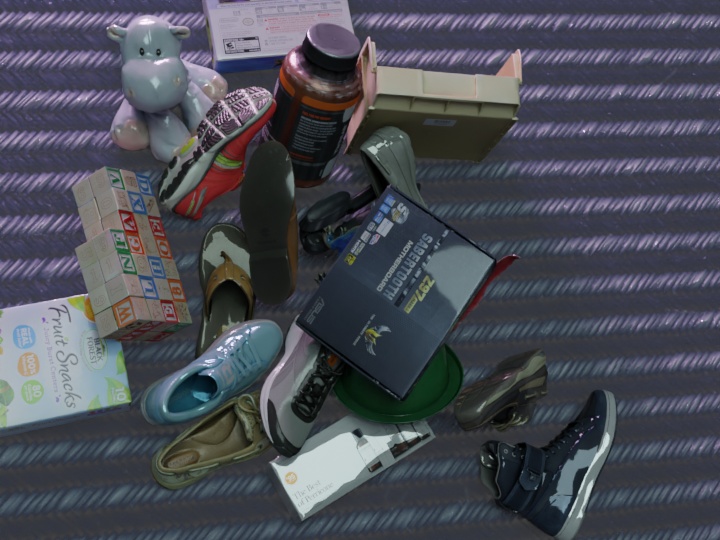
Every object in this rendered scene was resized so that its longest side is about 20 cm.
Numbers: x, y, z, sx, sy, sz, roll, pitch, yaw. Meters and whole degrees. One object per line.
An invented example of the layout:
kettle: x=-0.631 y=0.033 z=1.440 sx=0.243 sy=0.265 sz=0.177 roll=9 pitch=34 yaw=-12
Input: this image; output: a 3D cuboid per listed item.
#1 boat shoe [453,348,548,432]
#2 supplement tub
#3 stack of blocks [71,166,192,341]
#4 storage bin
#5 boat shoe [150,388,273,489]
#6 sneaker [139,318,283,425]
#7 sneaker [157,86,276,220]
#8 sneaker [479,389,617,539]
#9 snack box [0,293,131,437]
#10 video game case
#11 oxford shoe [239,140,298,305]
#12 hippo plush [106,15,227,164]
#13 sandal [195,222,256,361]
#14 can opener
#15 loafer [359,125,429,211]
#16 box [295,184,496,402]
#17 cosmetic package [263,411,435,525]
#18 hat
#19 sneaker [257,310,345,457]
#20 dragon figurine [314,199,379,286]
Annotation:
boat shoe: x=0.186 y=0.160 z=1.527 sx=0.199 sy=0.074 sz=0.074 roll=-28 pitch=96 yaw=-50
supplement tub: x=-0.060 y=-0.209 z=1.553 sx=0.105 sy=0.201 sz=0.108 roll=12 pitch=43 yaw=-12
stack of blocks: x=-0.285 y=-0.020 z=1.492 sx=0.058 sy=0.115 sz=0.203 roll=-25 pitch=74 yaw=23
storage bin: x=0.088 y=-0.219 z=1.601 sx=0.197 sy=0.199 sz=0.095 roll=3 pitch=75 yaw=-11
boat shoe: x=-0.157 y=0.198 z=1.480 sx=0.199 sy=0.063 sz=0.074 roll=-31 pitch=80 yaw=-20
sneaker: x=-0.164 y=0.126 z=1.465 sx=0.199 sy=0.082 sz=0.075 roll=-36 pitch=106 yaw=-22
sneaker: x=-0.170 y=-0.146 z=1.554 sx=0.085 sy=0.200 sz=0.077 roll=33 pitch=20 yaw=-39
sneaker: x=0.234 y=0.218 z=1.550 sx=0.145 sy=0.077 sz=0.204 roll=27 pitch=70 yaw=-5
snack box: x=-0.382 y=0.113 z=1.465 sx=0.197 sy=0.053 sz=0.144 roll=-10 pitch=75 yaw=-16
video game case: x=-0.117 y=-0.367 z=1.686 sx=0.197 sy=0.045 sz=0.184 roll=-7 pitch=75 yaw=-15
oxford shoe: x=-0.109 y=-0.061 z=1.553 sx=0.070 sy=0.071 sz=0.203 roll=1 pitch=94 yaw=13
hippo plush: x=-0.240 y=-0.252 z=1.558 sx=0.157 sy=0.161 sz=0.203 roll=-1 pitch=72 yaw=-12
sandal: x=-0.169 y=0.035 z=1.535 sx=0.080 sy=0.055 sz=0.203 roll=10 pitch=71 yaw=-7
can opener: x=0.001 y=-0.078 z=1.610 sx=0.198 sy=0.078 sz=0.064 roll=-25 pitch=86 yaw=-32
loafer: x=0.044 y=-0.084 z=1.574 sx=0.069 sy=0.070 sz=0.202 roll=-31 pitch=116 yaw=-27
box: x=0.042 y=0.027 z=1.441 sx=0.157 sy=0.051 sz=0.201 roll=35 pitch=88 yaw=11
cosmetic package: x=-0.012 y=0.223 z=1.510 sx=0.198 sy=0.051 sz=0.083 roll=-30 pitch=79 yaw=-20
hat: x=0.058 y=0.058 z=1.483 sx=0.165 sy=0.178 sz=0.199 roll=32 pitch=47 yaw=30
sneaker: x=-0.062 y=0.128 z=1.478 sx=0.074 sy=0.079 sz=0.202 roll=42 pitch=52 yaw=-34
dragon figurine: x=0.000 y=0.000 z=1.528 sx=0.058 sy=0.099 sz=0.203 roll=6 pitch=95 yaw=-49
